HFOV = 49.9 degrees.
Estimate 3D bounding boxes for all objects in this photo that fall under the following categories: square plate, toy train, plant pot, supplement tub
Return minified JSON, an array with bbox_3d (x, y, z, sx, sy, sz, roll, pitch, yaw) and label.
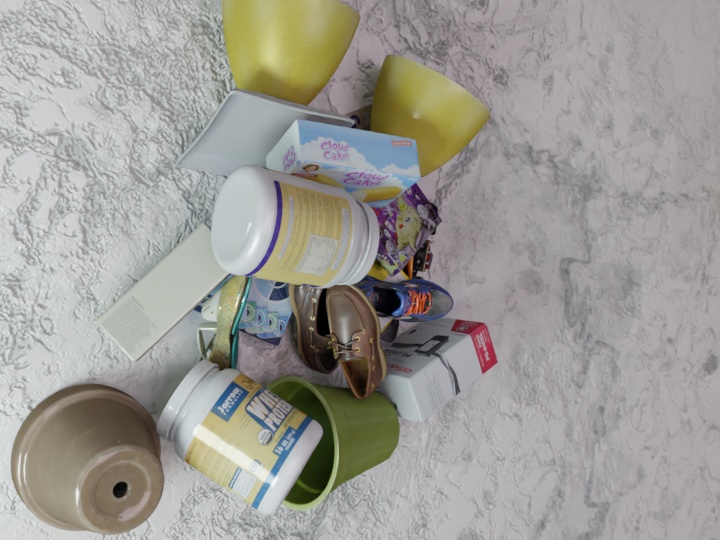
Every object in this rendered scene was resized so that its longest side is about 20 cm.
[{"bbox_3d":[-0.141,-0.192,1.118,0.197,0.200,0.029,6,64,-35],"label":"square plate"},{"bbox_3d":[0.109,-0.023,1.393,0.046,0.034,0.202,15,85,-47],"label":"toy train"},{"bbox_3d":[-0.112,-0.317,1.113,0.199,0.199,0.143,9,98,-35],"label":"plant pot"},{"bbox_3d":[-0.341,0.266,1.021,0.199,0.174,0.203,-5,98,-35],"label":"plant pot"},{"bbox_3d":[-0.041,0.263,1.239,0.189,0.199,0.202,2,93,-47],"label":"plant pot"},{"bbox_3d":[0.095,-0.240,1.279,0.199,0.200,0.143,27,93,-33],"label":"plant pot"},{"bbox_3d":[-0.088,-0.054,1.060,0.199,0.145,0.147,11,88,-37],"label":"supplement tub"},{"bbox_3d":[-0.168,0.230,1.084,0.199,0.145,0.145,32,74,5],"label":"supplement tub"}]

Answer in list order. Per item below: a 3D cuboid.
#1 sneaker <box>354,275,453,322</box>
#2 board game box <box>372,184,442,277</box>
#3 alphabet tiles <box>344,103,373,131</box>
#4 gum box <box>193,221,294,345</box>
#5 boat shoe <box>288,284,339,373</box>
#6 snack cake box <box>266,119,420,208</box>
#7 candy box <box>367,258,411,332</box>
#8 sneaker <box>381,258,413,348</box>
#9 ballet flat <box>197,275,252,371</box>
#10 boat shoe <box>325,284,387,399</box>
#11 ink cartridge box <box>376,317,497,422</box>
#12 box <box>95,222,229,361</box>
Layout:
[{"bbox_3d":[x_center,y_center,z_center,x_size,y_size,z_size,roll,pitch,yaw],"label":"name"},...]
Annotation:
[{"bbox_3d":[0.063,0.052,1.228,0.198,0.078,0.076,3,99,-24],"label":"sneaker"},{"bbox_3d":[0.062,-0.085,1.280,0.120,0.032,0.200,50,38,-7],"label":"board game box"},{"bbox_3d":[-0.013,-0.160,1.310,0.166,0.008,0.202,-28,109,-30],"label":"alphabet tiles"},{"bbox_3d":[-0.165,-0.008,1.196,0.169,0.044,0.202,28,78,-34],"label":"gum box"},{"bbox_3d":[-0.062,0.092,1.232,0.070,0.070,0.201,-45,137,-35],"label":"boat shoe"},{"bbox_3d":[-0.025,-0.151,1.132,0.198,0.115,0.068,4,70,-29],"label":"snack cake box"},{"bbox_3d":[0.000,0.000,1.249,0.102,0.026,0.200,-45,113,-7],"label":"candy box"},{"bbox_3d":[0.051,0.036,1.331,0.078,0.077,0.202,1,95,-36],"label":"sneaker"},{"bbox_3d":[-0.200,0.076,1.112,0.070,0.071,0.201,-14,138,-33],"label":"ballet flat"},{"bbox_3d":[-0.008,0.109,1.172,0.068,0.071,0.201,-60,141,-49],"label":"boat shoe"},{"bbox_3d":[0.114,0.164,1.338,0.199,0.145,0.084,-30,110,-33],"label":"ink cartridge box"},{"bbox_3d":[-0.266,0.031,1.081,0.200,0.068,0.082,-43,94,-12],"label":"box"}]
